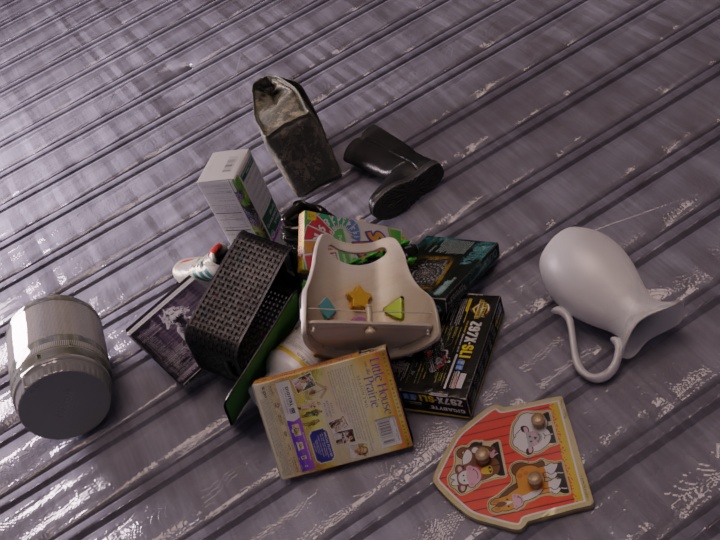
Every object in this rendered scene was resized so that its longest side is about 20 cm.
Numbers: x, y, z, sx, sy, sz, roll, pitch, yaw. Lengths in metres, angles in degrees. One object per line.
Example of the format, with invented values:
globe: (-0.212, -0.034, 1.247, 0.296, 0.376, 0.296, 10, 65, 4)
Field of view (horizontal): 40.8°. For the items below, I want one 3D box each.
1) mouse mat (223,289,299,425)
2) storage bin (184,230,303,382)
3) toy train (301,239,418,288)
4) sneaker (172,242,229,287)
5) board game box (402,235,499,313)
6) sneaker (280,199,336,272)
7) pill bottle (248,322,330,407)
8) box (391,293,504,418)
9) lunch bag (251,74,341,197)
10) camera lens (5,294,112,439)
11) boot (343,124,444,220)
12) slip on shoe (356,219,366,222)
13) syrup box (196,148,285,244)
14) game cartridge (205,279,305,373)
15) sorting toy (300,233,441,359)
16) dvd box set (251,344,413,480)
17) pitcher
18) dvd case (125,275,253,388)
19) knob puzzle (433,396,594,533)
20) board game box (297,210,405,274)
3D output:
mouse mat: (-0.145, 0.132, 1.440, 0.007, 0.161, 0.201, 30, 71, 8)
storage bin: (-0.176, 0.059, 1.492, 0.092, 0.136, 0.202, 18, 63, 15)
toy train: (0.000, 0.000, 1.489, 0.197, 0.042, 0.056, -20, -5, -24)
sneaker: (-0.254, -0.014, 1.695, 0.197, 0.094, 0.071, 8, 49, 29)
board game box: (0.119, 0.003, 1.519, 0.133, 0.029, 0.200, 7, 30, 31)
sneaker: (-0.106, -0.056, 1.622, 0.198, 0.114, 0.077, -23, 31, 49)
pill bottle: (-0.071, 0.137, 1.449, 0.111, 0.113, 0.200, 26, 60, 40)
box: (0.114, 0.118, 1.439, 0.157, 0.050, 0.202, 4, 47, 24)
lunch bag: (-0.132, -0.270, 1.855, 0.116, 0.165, 0.201, -28, 42, 0)
camera lens: (-0.489, 0.151, 1.573, 0.158, 0.161, 0.201, -25, 42, -4)
boot: (0.031, -0.182, 1.769, 0.164, 0.066, 0.199, -31, 45, -23)
slip on shoe: (-0.023, -0.006, 1.606, 0.059, 0.077, 0.203, 4, 53, 5)
syrup box: (-0.200, -0.106, 1.687, 0.080, 0.202, 0.079, -2, 45, 25)
game cartridge: (-0.174, 0.092, 1.599, 0.197, 0.039, 0.131, -16, 38, 7)
sorting toy: (0.002, 0.029, 1.397, 0.196, 0.107, 0.183, 3, 63, -13)
dvd box set: (-0.038, 0.199, 1.354, 0.197, 0.149, 0.029, -16, 10, 7)
pitcher: (0.332, 0.046, 1.385, 0.171, 0.121, 0.200, -42, 55, 0)
dvd case: (-0.287, 0.098, 1.607, 0.148, 0.016, 0.199, -42, 46, -17)
knob puzzle: (0.190, 0.253, 1.282, 0.216, 0.031, 0.222, -12, 43, 11)
board game box: (-0.007, -0.030, 1.544, 0.030, 0.197, 0.097, -24, 60, 55)
